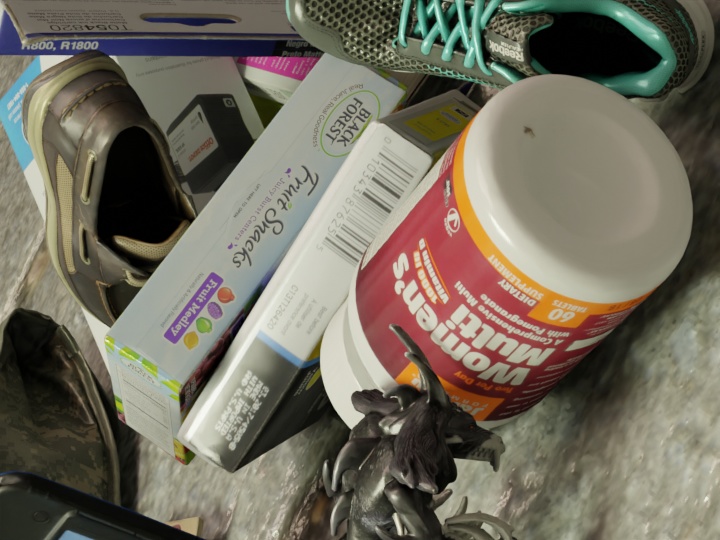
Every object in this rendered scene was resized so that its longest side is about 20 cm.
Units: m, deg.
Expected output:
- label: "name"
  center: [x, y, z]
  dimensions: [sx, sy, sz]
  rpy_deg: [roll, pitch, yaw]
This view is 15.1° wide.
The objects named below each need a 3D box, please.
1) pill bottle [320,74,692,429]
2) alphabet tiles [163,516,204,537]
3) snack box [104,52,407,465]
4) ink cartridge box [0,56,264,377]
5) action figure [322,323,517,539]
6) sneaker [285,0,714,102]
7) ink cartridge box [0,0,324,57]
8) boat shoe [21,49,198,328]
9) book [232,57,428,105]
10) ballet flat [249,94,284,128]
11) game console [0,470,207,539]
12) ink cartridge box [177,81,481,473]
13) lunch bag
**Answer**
- label: "pill bottle"
  center: [0.060, 0.005, 1.240]
  dimensions: [0.200, 0.109, 0.110]
  rpy_deg: [130, 154, -53]
- label: "alphabet tiles"
  center: [-0.144, 0.234, 1.517]
  dimensions: [0.166, 0.008, 0.201]
  rpy_deg: [-13, 52, 30]
- label: "snack box"
  center: [-0.053, -0.006, 1.426]
  dimensions: [0.200, 0.053, 0.142]
  rpy_deg: [-53, -9, -17]
- label: "ink cartridge box"
  center: [-0.117, -0.046, 1.589]
  dimensions: [0.145, 0.083, 0.201]
  rpy_deg: [-38, 73, 52]
- label: "action figure"
  center: [0.028, 0.127, 1.216]
  dimensions: [0.119, 0.101, 0.201]
  rpy_deg: [-132, 52, -62]
- label: "sneaker"
  center: [0.063, -0.115, 1.235]
  dimensions: [0.091, 0.199, 0.078]
  rpy_deg: [-68, -17, -75]
- label: "ink cartridge box"
  center: [-0.115, -0.151, 1.487]
  dimensions: [0.200, 0.198, 0.041]
  rpy_deg: [-123, 37, -55]
- label: "boat shoe"
  center: [-0.124, -0.023, 1.431]
  dimensions: [0.074, 0.201, 0.073]
  rpy_deg: [-33, 49, -13]
- label: "book"
  center: [-0.015, -0.156, 1.561]
  dimensions: [0.134, 0.048, 0.200]
  rpy_deg: [-57, 34, -7]
- label: "ballet flat"
  center: [-0.041, -0.092, 1.628]
  dimensions: [0.200, 0.066, 0.067]
  rpy_deg: [-117, 41, -60]
- label: "game console"
  center: [-0.132, 0.219, 1.355]
  dimensions: [0.171, 0.199, 0.119]
  rpy_deg: [-49, 30, 33]
- label: "ink cartridge box"
  center: [0.000, 0.000, 1.420]
  dimensions: [0.198, 0.047, 0.200]
  rpy_deg: [-59, -12, 17]
- label: "lunch bag"
  center: [-0.232, 0.143, 1.748]
  dimensions: [0.164, 0.117, 0.201]
  rpy_deg: [-51, 32, 33]
